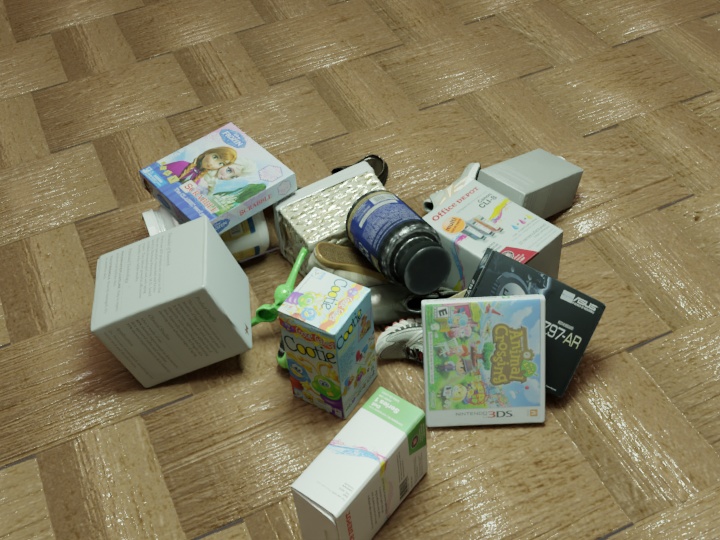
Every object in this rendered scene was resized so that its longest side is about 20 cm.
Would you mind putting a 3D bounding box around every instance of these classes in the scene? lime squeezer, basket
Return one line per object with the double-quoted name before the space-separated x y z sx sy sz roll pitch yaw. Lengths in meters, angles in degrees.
"lime squeezer" -0.149 0.050 1.518 0.200 0.038 0.071 -49 49 4
"basket" -0.038 -0.079 1.635 0.199 0.136 0.123 -27 51 -19

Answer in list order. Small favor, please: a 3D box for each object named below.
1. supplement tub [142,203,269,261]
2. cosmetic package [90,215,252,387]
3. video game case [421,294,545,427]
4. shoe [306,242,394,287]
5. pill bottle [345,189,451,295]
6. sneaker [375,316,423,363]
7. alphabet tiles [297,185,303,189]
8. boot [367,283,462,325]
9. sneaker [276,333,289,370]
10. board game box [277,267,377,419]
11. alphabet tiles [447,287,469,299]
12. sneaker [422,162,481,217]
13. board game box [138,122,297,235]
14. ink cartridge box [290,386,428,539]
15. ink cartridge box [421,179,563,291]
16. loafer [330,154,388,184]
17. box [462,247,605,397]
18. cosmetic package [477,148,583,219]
"supplement tub" -0.276 -0.074 1.644 0.199 0.145 0.145 -18 47 -13
"cosmetic package" -0.299 0.052 1.475 0.199 0.168 0.167 -20 44 9
"video game case" 0.184 0.137 1.367 0.180 0.202 0.022 -3 17 2
"shoe" 0.000 0.000 1.577 0.199 0.054 0.070 15 37 -26
"pill bottle" 0.063 -0.045 1.489 0.111 0.113 0.200 -21 35 -16
"sneaker" 0.119 0.122 1.464 0.198 0.078 0.083 -5 57 10
"alphabet tiles" -0.201 -0.174 1.735 0.166 0.200 0.008 12 92 16
"boot" 0.073 0.051 1.493 0.198 0.131 0.068 -6 88 -2
"sneaker" -0.077 0.075 1.518 0.076 0.084 0.201 15 48 7
"board game box" -0.047 0.112 1.401 0.102 0.201 0.105 21 50 24
"alphabet tiles" 0.215 0.095 1.424 0.199 0.167 0.006 -27 7 -1
"sneaker" 0.168 -0.137 1.718 0.091 0.076 0.201 10 46 21
"board game box" -0.247 -0.157 1.591 0.199 0.041 0.200 -33 53 -25
"ink cartridge box" 0.003 0.286 1.265 0.084 0.146 0.200 27 54 29
"ink cartridge box" 0.216 -0.027 1.553 0.145 0.145 0.200 -36 52 -27
"loafer" -0.019 -0.170 1.765 0.073 0.072 0.200 29 55 29
"box" 0.250 0.079 1.399 0.199 0.161 0.044 26 4 -6
"cosmetic package" 0.304 -0.149 1.670 0.199 0.091 0.107 -19 42 -43
